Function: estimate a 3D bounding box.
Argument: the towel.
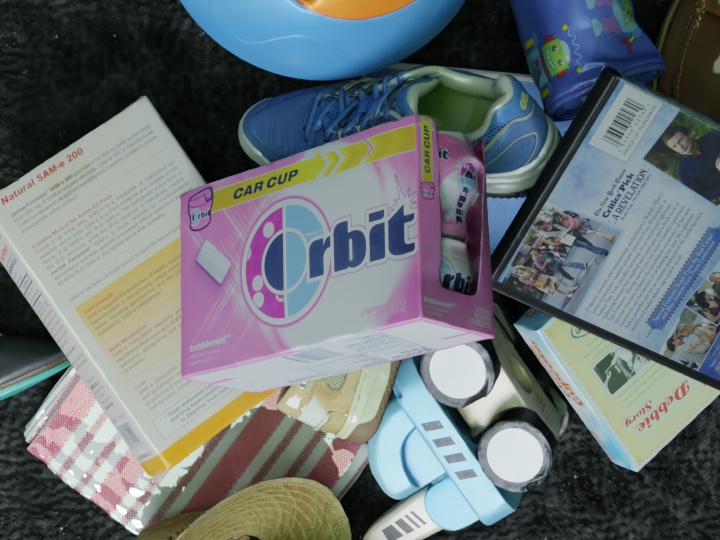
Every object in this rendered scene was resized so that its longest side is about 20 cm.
[{"bbox_3d":[-0.107,0.115,1.189,0.200,0.030,0.147,38,98,-5],"label":"towel"}]

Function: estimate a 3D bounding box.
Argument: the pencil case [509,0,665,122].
[{"bbox_3d":[0.123,-0.191,1.078,0.078,0.086,0.201,-25,76,45],"label":"pencil case"}]

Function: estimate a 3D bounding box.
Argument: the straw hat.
[{"bbox_3d":[-0.107,0.201,1.141,0.085,0.200,0.202,30,103,40],"label":"straw hat"}]

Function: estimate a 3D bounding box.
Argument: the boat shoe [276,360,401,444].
[{"bbox_3d":[0.000,0.000,1.091,0.076,0.072,0.201,19,75,-9],"label":"boat shoe"}]

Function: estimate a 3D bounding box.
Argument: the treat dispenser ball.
[{"bbox_3d":[-0.022,-0.212,1.041,0.199,0.201,0.203,1,99,3],"label":"treat dispenser ball"}]

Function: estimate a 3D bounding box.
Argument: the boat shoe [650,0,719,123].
[{"bbox_3d":[0.235,-0.168,1.076,0.072,0.068,0.201,27,83,-3],"label":"boat shoe"}]

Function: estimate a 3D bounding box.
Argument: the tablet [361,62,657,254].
[{"bbox_3d":[0.091,-0.060,1.133,0.198,0.014,0.131,7,98,17],"label":"tablet"}]

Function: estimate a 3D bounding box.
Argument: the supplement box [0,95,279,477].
[{"bbox_3d":[-0.134,0.011,1.121,0.126,0.074,0.201,-34,91,-18],"label":"supplement box"}]

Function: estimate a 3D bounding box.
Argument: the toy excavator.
[{"bbox_3d":[0.048,0.139,1.160,0.199,0.100,0.195,-32,97,22],"label":"toy excavator"}]

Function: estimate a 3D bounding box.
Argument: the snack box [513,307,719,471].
[{"bbox_3d":[0.202,0.014,1.098,0.200,0.037,0.116,-41,109,-11],"label":"snack box"}]

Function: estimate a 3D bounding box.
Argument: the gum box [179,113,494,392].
[{"bbox_3d":[-0.014,-0.006,1.010,0.199,0.066,0.114,-15,70,40],"label":"gum box"}]

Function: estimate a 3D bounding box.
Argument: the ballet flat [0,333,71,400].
[{"bbox_3d":[-0.285,0.079,1.173,0.199,0.073,0.073,-30,96,11],"label":"ballet flat"}]

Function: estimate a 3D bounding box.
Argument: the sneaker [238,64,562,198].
[{"bbox_3d":[0.018,-0.092,1.059,0.198,0.077,0.076,0,62,19],"label":"sneaker"}]

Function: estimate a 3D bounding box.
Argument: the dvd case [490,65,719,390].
[{"bbox_3d":[0.187,-0.015,1.033,0.199,0.018,0.143,23,110,-21],"label":"dvd case"}]
